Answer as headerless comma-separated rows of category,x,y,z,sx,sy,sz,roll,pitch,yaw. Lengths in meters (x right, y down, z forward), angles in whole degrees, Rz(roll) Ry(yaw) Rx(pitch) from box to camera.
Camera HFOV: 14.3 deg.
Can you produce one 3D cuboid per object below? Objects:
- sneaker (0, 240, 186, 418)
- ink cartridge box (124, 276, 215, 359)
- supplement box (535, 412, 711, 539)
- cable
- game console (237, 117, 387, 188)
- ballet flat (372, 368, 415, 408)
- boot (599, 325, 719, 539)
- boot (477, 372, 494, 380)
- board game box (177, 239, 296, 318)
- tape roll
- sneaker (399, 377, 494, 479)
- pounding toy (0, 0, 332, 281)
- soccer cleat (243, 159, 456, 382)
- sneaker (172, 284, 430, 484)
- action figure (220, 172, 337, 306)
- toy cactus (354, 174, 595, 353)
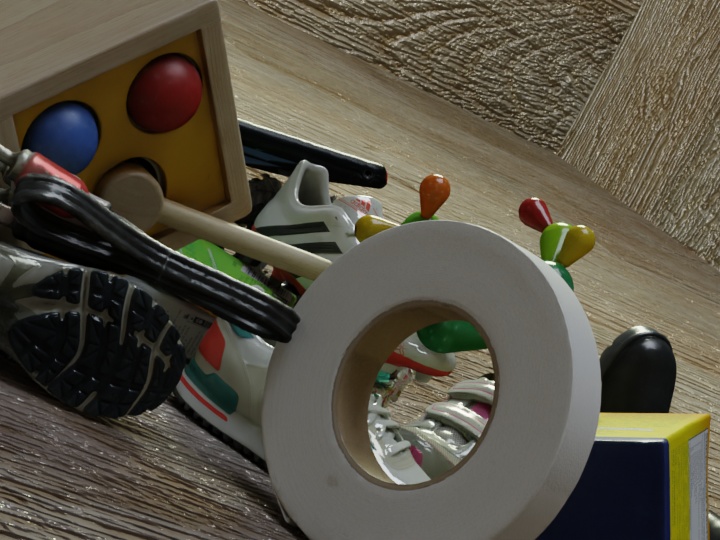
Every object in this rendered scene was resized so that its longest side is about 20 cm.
sneaker,-0.188,0.014,1.595,0.200,0.078,0.086,27,6,-23
ink cartridge box,-0.200,-0.021,1.865,0.200,0.043,0.196,25,11,-39
supplement box,0.142,0.144,1.703,0.109,0.109,0.200,0,1,14
cable,-0.121,-0.020,1.590,0.199,0.050,0.097,19,-18,-4
game console,-0.101,-0.093,1.957,0.199,0.031,0.177,16,2,-28
ballet flat,-0.011,0.074,1.869,0.076,0.064,0.200,31,11,18
boot,0.208,0.150,1.840,0.065,0.165,0.200,10,19,-37
boot,0.190,0.136,2.174,0.175,0.066,0.200,36,10,34
board game box,-0.134,-0.019,1.847,0.200,0.030,0.096,34,10,-3
tape roll,0.037,0.073,1.587,0.203,0.203,0.037,36,6,35
sneaker,0.069,0.108,1.852,0.081,0.088,0.200,33,9,19
pounding toy,-0.139,-0.066,1.712,0.184,0.200,0.142,-27,41,-23
soccer cleat,0.000,0.000,1.838,0.069,0.085,0.200,18,15,-43
sneaker,-0.013,0.084,1.706,0.199,0.094,0.070,32,9,17
action figure,-0.060,-0.017,2.013,0.119,0.102,0.200,16,-17,44
toy cactus,0.089,0.016,1.758,0.165,0.102,0.200,47,31,24
